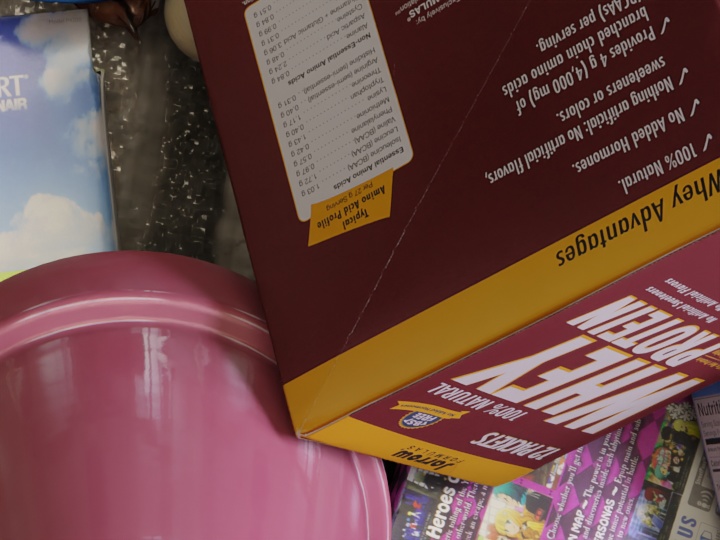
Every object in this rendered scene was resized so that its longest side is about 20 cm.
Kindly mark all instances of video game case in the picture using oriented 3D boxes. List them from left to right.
[{"bbox_3d":[0.117,0.058,0.891,0.180,0.036,0.202,21,78,-8],"label":"video game case"}]

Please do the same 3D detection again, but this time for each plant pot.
[{"bbox_3d":[-0.081,0.114,0.762,0.198,0.179,0.202,-3,110,-7],"label":"plant pot"}]

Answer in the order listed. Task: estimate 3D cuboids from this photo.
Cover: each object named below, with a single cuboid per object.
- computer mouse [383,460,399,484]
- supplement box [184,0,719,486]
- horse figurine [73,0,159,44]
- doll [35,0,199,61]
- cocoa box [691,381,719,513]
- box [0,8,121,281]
[{"bbox_3d":[0.000,0.000,0.901,0.058,0.034,0.202,5,78,-3],"label":"computer mouse"},{"bbox_3d":[0.066,-0.057,0.784,0.196,0.132,0.202,-28,64,26],"label":"supplement box"},{"bbox_3d":[-0.134,-0.200,0.921,0.199,0.050,0.133,38,74,-1],"label":"horse figurine"},{"bbox_3d":[-0.115,-0.160,0.864,0.200,0.048,0.136,47,62,-5],"label":"doll"},{"bbox_3d":[0.250,0.074,0.833,0.198,0.133,0.133,-12,86,-19],"label":"cocoa box"},{"bbox_3d":[-0.155,0.002,0.880,0.121,0.048,0.202,-6,79,-7],"label":"box"}]
